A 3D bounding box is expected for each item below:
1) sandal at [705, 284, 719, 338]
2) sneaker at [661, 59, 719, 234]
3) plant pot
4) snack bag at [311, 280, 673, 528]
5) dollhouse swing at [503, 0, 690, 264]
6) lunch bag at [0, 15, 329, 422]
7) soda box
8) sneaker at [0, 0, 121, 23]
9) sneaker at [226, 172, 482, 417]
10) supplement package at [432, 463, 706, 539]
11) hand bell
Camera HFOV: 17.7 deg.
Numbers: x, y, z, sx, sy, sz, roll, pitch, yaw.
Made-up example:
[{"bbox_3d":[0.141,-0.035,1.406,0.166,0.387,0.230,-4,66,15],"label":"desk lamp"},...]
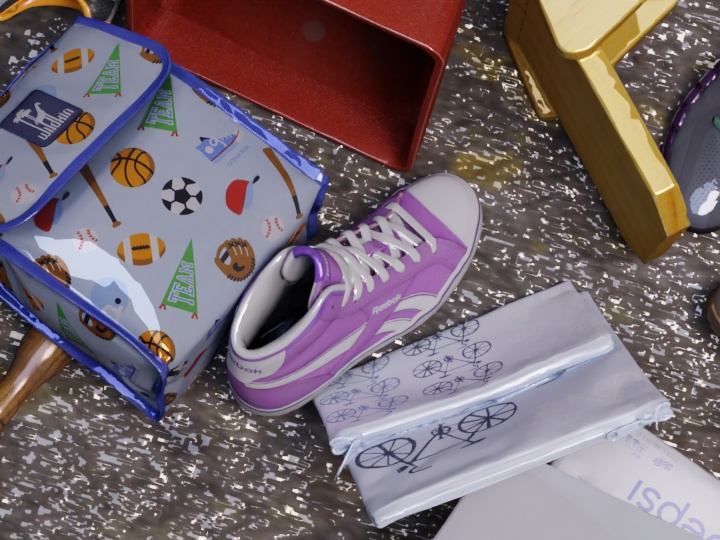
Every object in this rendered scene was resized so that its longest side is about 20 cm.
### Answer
[{"bbox_3d":[0.306,0.056,1.404,0.200,0.082,0.055,35,120,11],"label":"sandal"},{"bbox_3d":[0.250,-0.116,1.424,0.074,0.088,0.200,32,84,4],"label":"sneaker"},{"bbox_3d":[-0.015,-0.205,1.392,0.200,0.200,0.176,25,73,3],"label":"plant pot"},{"bbox_3d":[0.069,0.075,1.356,0.188,0.200,0.021,-20,112,-2],"label":"snack bag"},{"bbox_3d":[0.182,-0.133,1.369,0.182,0.200,0.176,-43,84,-5],"label":"dollhouse swing"},{"bbox_3d":[-0.147,-0.041,1.390,0.200,0.124,0.170,38,69,8],"label":"lunch bag"},{"bbox_3d":[0.201,0.161,1.377,0.200,0.063,0.068,34,82,5],"label":"soda box"},{"bbox_3d":[-0.240,-0.195,1.444,0.200,0.078,0.077,4,88,0],"label":"sneaker"},{"bbox_3d":[0.000,0.001,1.385,0.073,0.114,0.200,39,72,19],"label":"sneaker"},{"bbox_3d":[0.115,0.244,1.297,0.191,0.147,0.200,24,66,29],"label":"supplement package"},{"bbox_3d":[-0.225,0.086,1.413,0.104,0.104,0.200,35,72,4],"label":"hand bell"}]
